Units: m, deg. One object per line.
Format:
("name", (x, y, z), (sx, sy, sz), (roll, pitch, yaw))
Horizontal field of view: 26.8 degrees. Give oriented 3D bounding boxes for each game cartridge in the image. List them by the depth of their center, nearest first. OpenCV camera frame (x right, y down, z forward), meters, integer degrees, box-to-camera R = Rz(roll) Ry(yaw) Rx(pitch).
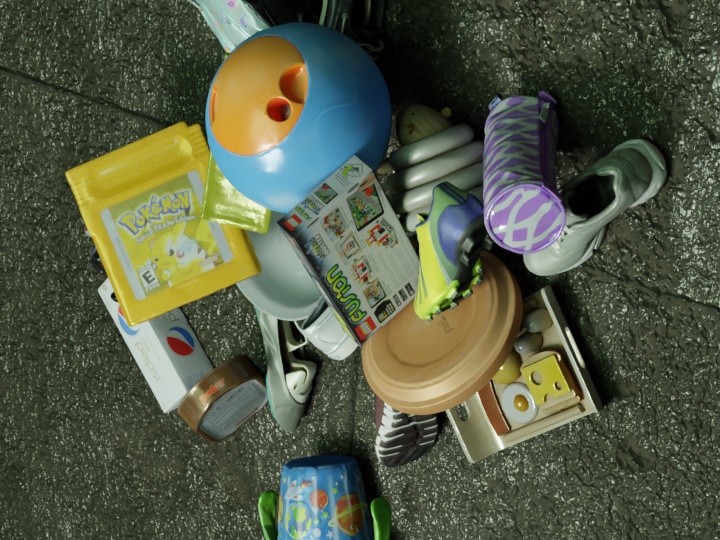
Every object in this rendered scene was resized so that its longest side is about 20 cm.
("game cartridge", (-0.233, -0.058, 1.789), (0.175, 0.032, 0.202), (-23, 95, 6))

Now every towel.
("towel", (-0.130, -0.144, 1.727), (0.085, 0.018, 0.202), (13, 111, 5))

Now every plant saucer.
("plant saucer", (0.083, 0.060, 1.646), (0.199, 0.032, 0.202), (-22, 48, 27))

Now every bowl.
("bowl", (-0.072, -0.047, 1.806), (0.200, 0.090, 0.203), (15, 113, 39))

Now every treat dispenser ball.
("treat dispenser ball", (-0.066, -0.161, 1.604), (0.200, 0.200, 0.203), (16, 114, 39))

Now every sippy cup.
("sippy cup", (-0.046, 0.300, 1.877), (0.176, 0.140, 0.132), (-4, 90, 5))

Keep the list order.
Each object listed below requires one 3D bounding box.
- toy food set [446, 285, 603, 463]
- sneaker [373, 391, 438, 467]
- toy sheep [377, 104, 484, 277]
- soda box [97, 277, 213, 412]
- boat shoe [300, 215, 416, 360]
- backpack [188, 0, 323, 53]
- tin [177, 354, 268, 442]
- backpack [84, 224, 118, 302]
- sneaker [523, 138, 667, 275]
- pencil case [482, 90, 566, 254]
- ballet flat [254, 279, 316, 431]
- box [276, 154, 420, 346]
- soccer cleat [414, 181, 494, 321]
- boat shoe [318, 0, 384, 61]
("toy food set", (0.164, 0.118, 1.659), (0.199, 0.060, 0.145), (-29, 83, 45))
("sneaker", (0.043, 0.135, 1.777), (0.201, 0.075, 0.116), (96, 158, -48))
("toy sheep", (0.089, -0.084, 1.619), (0.137, 0.137, 0.202), (-20, 96, 45))
("soda box", (-0.277, 0.086, 2.061), (0.068, 0.063, 0.201), (-41, 75, 42))
("boat shoe", (0.000, 0.000, 1.701), (0.201, 0.068, 0.072), (-58, 22, -3))
("backpack", (-0.118, -0.332, 1.727), (0.201, 0.166, 0.127), (56, 150, 5))
("tin", (-0.168, 0.164, 1.906), (0.112, 0.200, 0.042), (-37, 75, -2))
("backpack", (-0.238, -0.070, 1.899), (0.154, 0.200, 0.191), (44, 113, 18))
("sneaker", (0.216, -0.059, 1.530), (0.076, 0.092, 0.200), (54, 133, 15))
("pencil case", (0.165, -0.100, 1.502), (0.084, 0.201, 0.085), (39, 120, -22))
("ballet flat", (-0.088, 0.106, 1.890), (0.063, 0.067, 0.202), (-3, 102, 32))
("box", (-0.003, -0.018, 1.589), (0.035, 0.110, 0.201), (42, 168, 40))
("soccer cleat", (0.086, -0.019, 1.556), (0.084, 0.064, 0.201), (49, 153, 18))
("boat shoe", (-0.006, -0.261, 1.687), (0.062, 0.072, 0.202), (17, 110, 42))
